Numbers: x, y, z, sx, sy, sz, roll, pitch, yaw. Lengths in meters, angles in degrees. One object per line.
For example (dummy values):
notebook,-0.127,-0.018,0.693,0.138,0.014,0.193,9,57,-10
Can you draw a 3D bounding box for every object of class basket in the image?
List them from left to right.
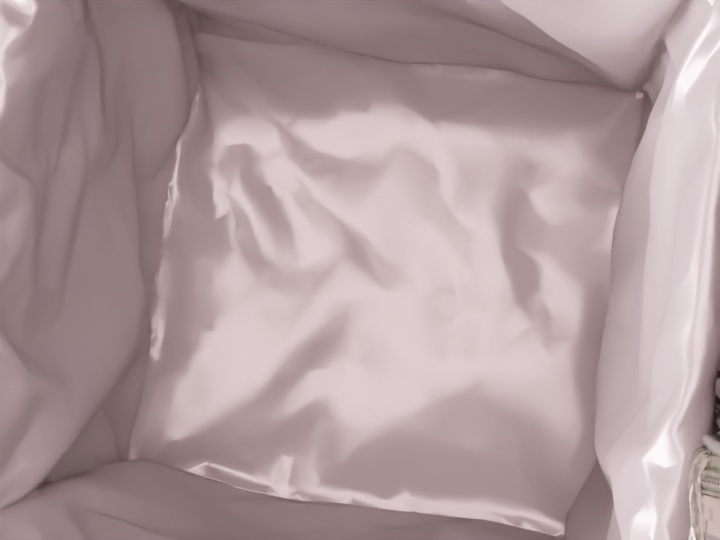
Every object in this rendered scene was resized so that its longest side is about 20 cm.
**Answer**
basket,0.000,0.000,0.695,0.197,0.161,0.201,7,89,5

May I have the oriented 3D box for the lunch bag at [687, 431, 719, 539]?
lunch bag,0.150,0.136,0.587,0.167,0.139,0.201,6,92,7
